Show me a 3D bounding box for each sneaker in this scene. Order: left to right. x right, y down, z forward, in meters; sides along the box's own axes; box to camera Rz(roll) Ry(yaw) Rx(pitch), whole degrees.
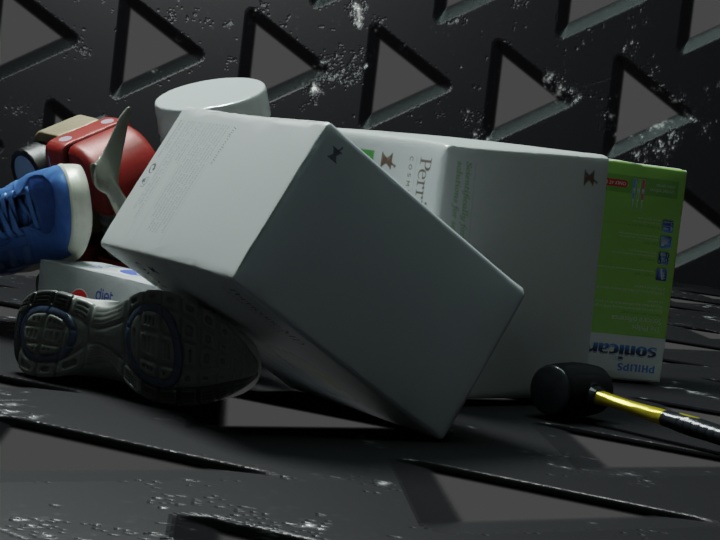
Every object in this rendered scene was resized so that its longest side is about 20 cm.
[{"bbox_3d":[-0.295,-0.036,1.431,0.110,0.078,0.199,-5,-6,-30],"label":"sneaker"},{"bbox_3d":[-0.143,0.049,1.211,0.198,0.075,0.087,10,0,34],"label":"sneaker"}]

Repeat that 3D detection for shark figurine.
[{"bbox_3d":[-0.130,-0.021,1.404,0.214,0.129,0.089,41,58,16],"label":"shark figurine"}]

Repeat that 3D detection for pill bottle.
[{"bbox_3d":[-0.110,-0.052,1.487,0.112,0.202,0.113,-7,20,2],"label":"pill bottle"}]

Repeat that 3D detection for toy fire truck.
[{"bbox_3d":[-0.205,-0.025,1.505,0.199,0.178,0.128,16,32,42],"label":"toy fire truck"}]

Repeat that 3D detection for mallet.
[{"bbox_3d":[0.209,0.105,1.280,0.065,0.042,0.199,5,8,-40],"label":"mallet"}]

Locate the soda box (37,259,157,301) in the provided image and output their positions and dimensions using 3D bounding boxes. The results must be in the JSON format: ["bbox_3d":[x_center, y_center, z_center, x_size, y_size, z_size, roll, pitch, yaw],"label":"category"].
[{"bbox_3d":[-0.170,0.037,1.352,0.063,0.069,0.199,4,4,-43],"label":"soda box"}]

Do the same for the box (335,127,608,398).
[{"bbox_3d":[0.070,-0.006,1.424,0.199,0.202,0.170,1,7,-44],"label":"box"}]

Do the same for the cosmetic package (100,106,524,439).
[{"bbox_3d":[-0.035,-0.001,1.194,0.199,0.124,0.199,39,-15,-30],"label":"cosmetic package"}]

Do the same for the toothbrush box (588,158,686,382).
[{"bbox_3d":[0.212,-0.005,1.653,0.144,0.203,0.086,5,3,-17],"label":"toothbrush box"}]
